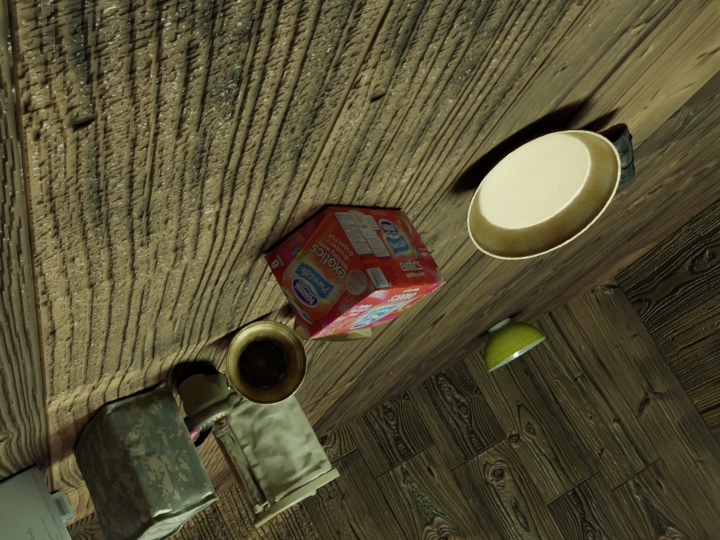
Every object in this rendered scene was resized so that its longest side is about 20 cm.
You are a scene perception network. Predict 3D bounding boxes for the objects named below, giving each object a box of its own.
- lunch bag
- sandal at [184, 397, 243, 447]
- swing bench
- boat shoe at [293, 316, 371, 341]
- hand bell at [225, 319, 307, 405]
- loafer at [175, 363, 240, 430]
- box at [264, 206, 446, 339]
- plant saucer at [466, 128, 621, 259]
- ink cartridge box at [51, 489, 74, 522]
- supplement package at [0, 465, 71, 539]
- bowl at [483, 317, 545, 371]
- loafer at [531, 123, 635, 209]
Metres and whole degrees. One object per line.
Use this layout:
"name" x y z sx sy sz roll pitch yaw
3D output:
"lunch bag" -0.292 0.270 1.281 0.117 0.165 0.200 -14 161 -42
"sandal" -0.267 0.261 1.595 0.199 0.045 0.075 -32 168 6
"swing bench" -0.155 0.307 1.683 0.129 0.200 0.200 -25 167 -23
"boat shoe" -0.039 0.061 1.330 0.072 0.064 0.200 -6 172 16
"hand bell" -0.142 0.127 1.316 0.103 0.105 0.200 -26 180 -17
"loafer" -0.202 0.157 1.295 0.075 0.068 0.200 -24 -177 -11
"box" 0.000 0.000 1.048 0.095 0.100 0.199 -35 168 22
"plant saucer" 0.213 -0.097 1.177 0.198 0.036 0.202 -13 139 -12
"ink cartridge box" -0.549 0.423 1.554 0.200 0.051 0.108 -40 165 34
"supplement package" -0.486 0.383 1.298 0.198 0.153 0.151 -25 167 -23
"bowl" 0.441 0.207 2.951 0.199 0.108 0.200 -30 168 -7
"loafer" 0.258 -0.134 1.257 0.198 0.073 0.073 -20 127 -16
